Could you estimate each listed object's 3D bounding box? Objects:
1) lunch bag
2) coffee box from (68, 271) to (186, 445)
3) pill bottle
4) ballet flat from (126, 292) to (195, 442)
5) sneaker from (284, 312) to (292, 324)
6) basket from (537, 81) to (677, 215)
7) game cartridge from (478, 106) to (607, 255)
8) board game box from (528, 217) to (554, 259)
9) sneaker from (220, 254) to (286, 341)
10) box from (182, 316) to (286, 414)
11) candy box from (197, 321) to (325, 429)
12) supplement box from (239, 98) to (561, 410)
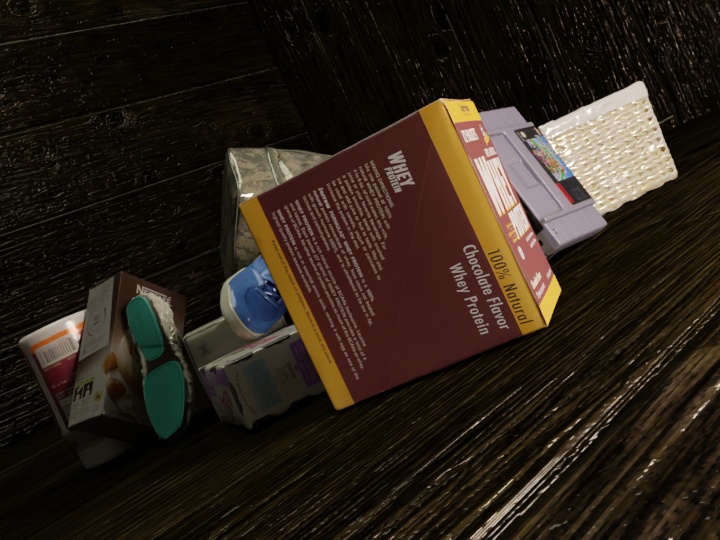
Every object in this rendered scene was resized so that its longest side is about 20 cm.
[{"bbox_3d":[-0.104,-0.065,1.151,0.166,0.201,0.140,-2,39,-15],"label":"lunch bag"},{"bbox_3d":[-0.308,0.118,1.115,0.079,0.202,0.114,-24,-35,35],"label":"coffee box"},{"bbox_3d":[-0.381,0.165,1.162,0.113,0.201,0.114,-25,2,1],"label":"pill bottle"},{"bbox_3d":[-0.243,0.119,1.061,0.071,0.201,0.072,-17,-21,-7],"label":"ballet flat"},{"bbox_3d":[-0.064,0.077,1.132,0.120,0.084,0.200,-18,-2,29],"label":"sneaker"},{"bbox_3d":[0.348,-0.169,1.303,0.199,0.162,0.198,-27,3,-15],"label":"basket"},{"bbox_3d":[0.212,-0.118,1.030,0.129,0.201,0.038,-22,-20,-41],"label":"game cartridge"},{"bbox_3d":[0.169,-0.093,1.026,0.135,0.200,0.035,-27,-16,-47],"label":"board game box"},{"bbox_3d":[-0.089,0.002,0.988,0.111,0.077,0.200,-35,10,24],"label":"sneaker"},{"bbox_3d":[-0.162,0.111,1.131,0.127,0.110,0.200,-25,2,-11],"label":"box"},{"bbox_3d":[-0.066,0.095,0.917,0.199,0.072,0.168,-26,2,-21],"label":"candy box"},{"bbox_3d":[0.041,-0.018,0.733,0.199,0.198,0.133,-25,2,21],"label":"supplement box"}]
